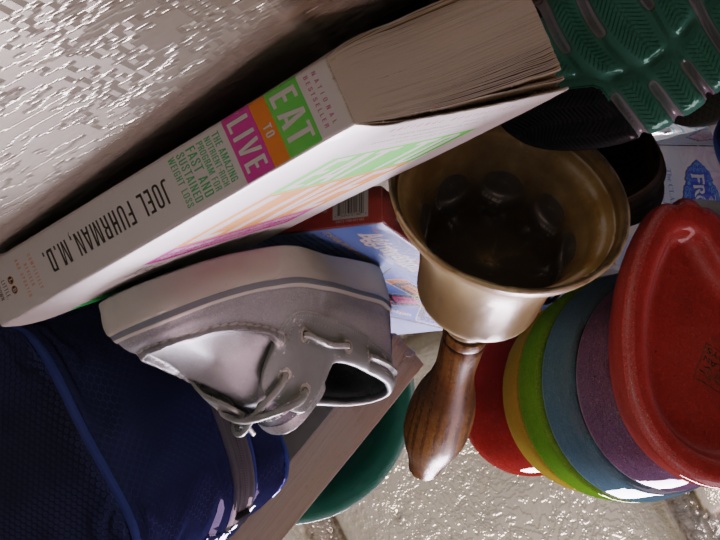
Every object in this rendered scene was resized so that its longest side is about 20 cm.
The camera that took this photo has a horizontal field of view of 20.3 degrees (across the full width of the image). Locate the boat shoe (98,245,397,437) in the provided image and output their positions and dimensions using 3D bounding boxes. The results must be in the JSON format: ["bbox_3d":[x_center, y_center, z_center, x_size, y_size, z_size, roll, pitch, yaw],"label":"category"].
[{"bbox_3d":[-0.036,0.034,0.863,0.070,0.072,0.200,-21,168,25],"label":"boat shoe"}]

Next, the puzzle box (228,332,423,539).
[{"bbox_3d":[-0.062,0.114,1.035,0.200,0.025,0.133,-49,-163,-21],"label":"puzzle box"}]

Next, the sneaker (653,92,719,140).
[{"bbox_3d":[0.165,-0.105,1.027,0.080,0.071,0.200,-12,179,-25],"label":"sneaker"}]

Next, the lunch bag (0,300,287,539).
[{"bbox_3d":[-0.141,0.092,0.946,0.199,0.137,0.132,-28,177,38],"label":"lunch bag"}]

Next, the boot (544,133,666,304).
[{"bbox_3d":[0.108,-0.029,0.991,0.074,0.097,0.200,-33,-158,-10],"label":"boot"}]

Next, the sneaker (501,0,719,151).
[{"bbox_3d":[0.147,-0.114,0.852,0.199,0.075,0.088,-30,-179,15],"label":"sneaker"}]

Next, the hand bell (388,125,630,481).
[{"bbox_3d":[0.046,0.031,0.910,0.104,0.104,0.201,-25,150,-29],"label":"hand bell"}]

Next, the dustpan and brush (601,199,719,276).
[{"bbox_3d":[0.174,0.002,1.036,0.139,0.058,0.199,28,175,-43],"label":"dustpan and brush"}]

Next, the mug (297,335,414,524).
[{"bbox_3d":[-0.063,0.058,1.223,0.152,0.185,0.114,-46,-167,-3],"label":"mug"}]

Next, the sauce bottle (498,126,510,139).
[{"bbox_3d":[0.123,-0.100,0.912,0.199,0.065,0.065,-29,176,5],"label":"sauce bottle"}]

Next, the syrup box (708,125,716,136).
[{"bbox_3d":[0.251,-0.149,1.040,0.081,0.079,0.200,-25,176,-38],"label":"syrup box"}]

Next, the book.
[{"bbox_3d":[-0.038,-0.041,0.764,0.199,0.048,0.133,-27,177,40],"label":"book"}]

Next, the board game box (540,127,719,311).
[{"bbox_3d":[0.161,0.014,1.184,0.199,0.201,0.041,6,-157,44],"label":"board game box"}]

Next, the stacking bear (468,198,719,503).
[{"bbox_3d":[0.116,0.054,0.952,0.200,0.121,0.114,-20,-138,63],"label":"stacking bear"}]

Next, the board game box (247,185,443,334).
[{"bbox_3d":[0.000,0.000,0.974,0.102,0.020,0.200,-5,164,21],"label":"board game box"}]

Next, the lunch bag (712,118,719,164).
[{"bbox_3d":[0.255,-0.074,0.878,0.200,0.136,0.132,-36,177,-43],"label":"lunch bag"}]
